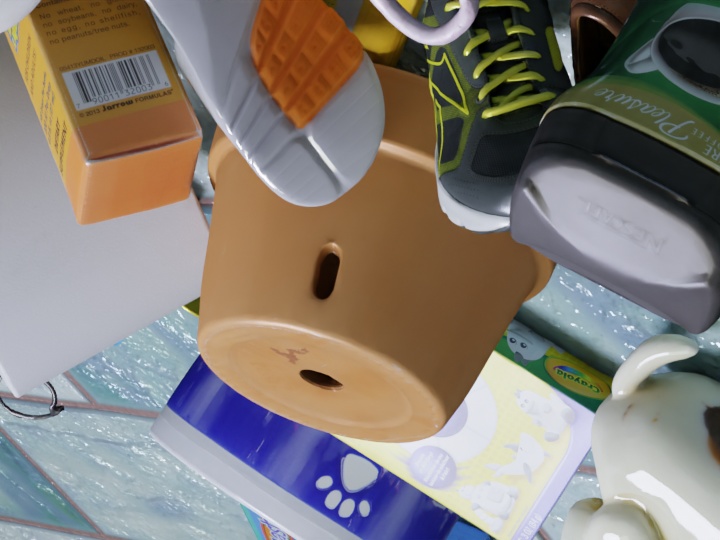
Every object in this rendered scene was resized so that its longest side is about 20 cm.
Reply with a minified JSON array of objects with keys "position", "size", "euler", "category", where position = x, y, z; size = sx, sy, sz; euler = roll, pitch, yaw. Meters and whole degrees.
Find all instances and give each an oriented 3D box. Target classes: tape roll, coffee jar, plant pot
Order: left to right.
[{"position":[-0.183,-0.047,1.448],"size":[0.203,0.139,0.203],"euler":[58,171,14],"category":"tape roll"},{"position":[0.000,0.000,1.359],"size":[0.200,0.140,0.200],"euler":[17,157,7],"category":"plant pot"},{"position":[0.143,-0.075,1.029],"size":[0.104,0.200,0.085],"euler":[28,154,13],"category":"coffee jar"}]

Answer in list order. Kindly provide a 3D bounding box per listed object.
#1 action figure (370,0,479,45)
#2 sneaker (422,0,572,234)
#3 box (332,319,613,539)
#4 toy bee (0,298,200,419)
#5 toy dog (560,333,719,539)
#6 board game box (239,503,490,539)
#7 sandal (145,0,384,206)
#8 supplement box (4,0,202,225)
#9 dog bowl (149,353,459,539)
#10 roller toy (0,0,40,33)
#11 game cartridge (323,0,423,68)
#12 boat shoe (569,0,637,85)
[{"position":[-0.037,-0.181,1.126],"size":[0.199,0.149,0.134],"euler":[17,154,-8],"category":"action figure"},{"position":[0.058,-0.087,1.160],"size":[0.200,0.074,0.085],"euler":[-108,4,-59],"category":"sneaker"},{"position":[0.043,0.067,1.524],"size":[0.200,0.048,0.117],"euler":[32,123,7],"category":"box"},{"position":[-0.167,-0.005,1.667],"size":[0.200,0.109,0.131],"euler":[-24,113,33],"category":"toy bee"},{"position":[0.229,0.133,1.405],"size":[0.200,0.139,0.194],"euler":[16,113,37],"category":"toy dog"},{"position":[0.013,0.210,1.870],"size":[0.200,0.045,0.152],"euler":[20,152,27],"category":"board game box"},{"position":[-0.062,-0.127,1.273],"size":[0.207,0.079,0.059],"euler":[55,175,-4],"category":"sandal"},{"position":[-0.145,-0.127,1.316],"size":[0.067,0.069,0.200],"euler":[108,144,-59],"category":"supplement box"},{"position":[-0.032,0.125,1.656],"size":[0.200,0.079,0.200],"euler":[33,178,1],"category":"dog bowl"},{"position":[-0.234,-0.200,1.243],"size":[0.140,0.201,0.182],"euler":[-4,-173,-42],"category":"roller toy"},{"position":[-0.051,-0.166,1.300],"size":[0.176,0.032,0.200],"euler":[32,156,4],"category":"game cartridge"},{"position":[0.127,-0.082,1.191],"size":[0.072,0.068,0.200],"euler":[21,152,26],"category":"boat shoe"}]
